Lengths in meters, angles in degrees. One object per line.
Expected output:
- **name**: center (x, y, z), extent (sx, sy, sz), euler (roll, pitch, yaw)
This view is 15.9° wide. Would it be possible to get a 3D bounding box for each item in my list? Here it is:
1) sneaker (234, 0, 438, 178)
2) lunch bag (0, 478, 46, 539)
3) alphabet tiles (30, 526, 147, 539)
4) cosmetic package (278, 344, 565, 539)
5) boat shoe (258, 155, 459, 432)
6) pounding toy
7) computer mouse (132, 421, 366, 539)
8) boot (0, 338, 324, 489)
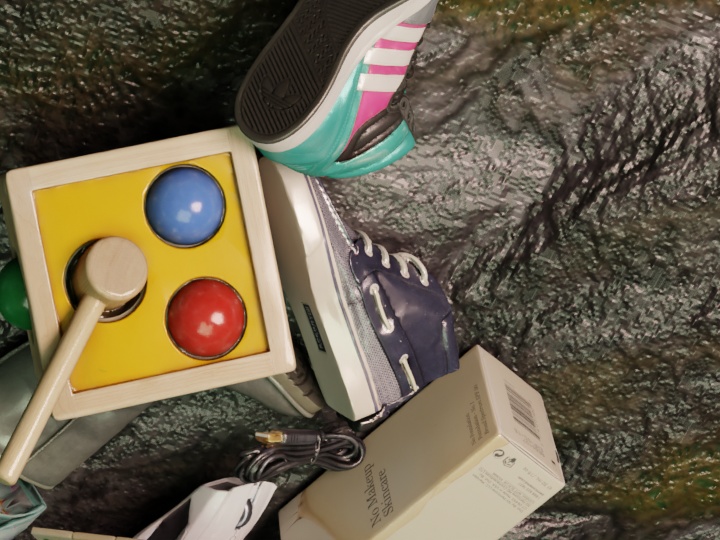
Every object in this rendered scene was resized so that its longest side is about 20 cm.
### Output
- **sneaker**: center (0.012, -0.135, 1.624), extent (0.200, 0.083, 0.121), euler (-50, 152, -7)
- **lunch bag**: center (-0.336, 0.178, 1.775), extent (0.170, 0.122, 0.200), euler (-42, 135, 16)
- **alphabet tiles**: center (-0.139, 0.224, 1.808), extent (0.199, 0.006, 0.167), euler (4, 150, 24)
- **cosmetic package**: center (0.040, 0.158, 1.785), extent (0.200, 0.104, 0.073), euler (-41, 121, 19)
- **boat shoe**: center (0.000, 0.000, 1.720), extent (0.092, 0.075, 0.201), euler (-25, 113, -19)
- **pounding toy**: center (-0.151, 0.018, 1.610), extent (0.199, 0.142, 0.185), euler (-12, 93, -11)
- **computer mouse**: center (-0.091, 0.172, 1.797), extent (0.200, 0.044, 0.109), euler (-41, 158, 31)
- **boot**: center (-0.150, 0.086, 1.755), extent (0.182, 0.073, 0.200), euler (44, 104, -10)
